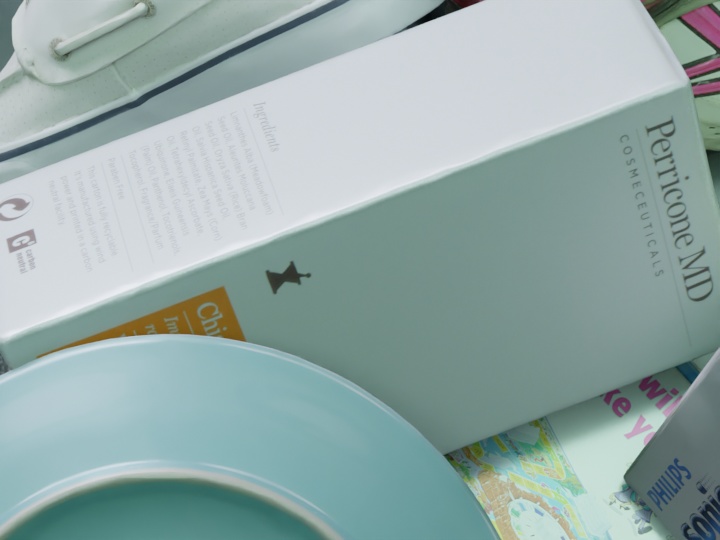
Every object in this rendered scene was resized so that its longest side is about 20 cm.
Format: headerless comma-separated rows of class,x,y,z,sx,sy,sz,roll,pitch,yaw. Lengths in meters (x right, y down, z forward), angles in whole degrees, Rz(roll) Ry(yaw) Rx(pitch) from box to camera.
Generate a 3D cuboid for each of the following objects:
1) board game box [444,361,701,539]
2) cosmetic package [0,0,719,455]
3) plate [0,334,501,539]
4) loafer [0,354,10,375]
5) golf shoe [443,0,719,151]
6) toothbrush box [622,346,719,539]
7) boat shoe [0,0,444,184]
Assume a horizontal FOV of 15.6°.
board game box,0.062,0.085,0.808,0.134,0.034,0.200,-41,79,-5
cosmetic package,0.000,0.000,0.751,0.199,0.102,0.071,-21,39,-1
plate,-0.051,0.118,0.693,0.199,0.026,0.201,0,95,-1
loafer,-0.129,0.078,0.817,0.072,0.063,0.201,12,73,37
golf shoe,0.125,-0.081,0.819,0.199,0.092,0.073,-1,49,5
toothbrush box,0.184,0.007,0.741,0.200,0.146,0.086,-38,78,-19
boat shoe,-0.068,-0.077,0.796,0.200,0.071,0.070,-21,107,29
